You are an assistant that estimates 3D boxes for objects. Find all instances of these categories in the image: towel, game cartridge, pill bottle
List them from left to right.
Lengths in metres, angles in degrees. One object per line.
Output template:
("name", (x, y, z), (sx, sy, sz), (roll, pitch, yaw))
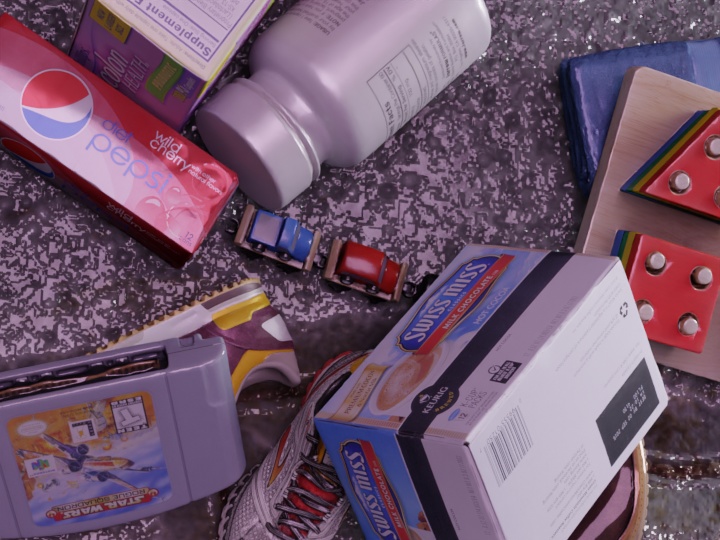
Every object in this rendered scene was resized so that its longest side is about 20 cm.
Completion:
("game cartridge", (-0.177, 0.114, 1.447), (0.199, 0.134, 0.042), (-12, 38, -5))
("pill bottle", (-0.014, -0.138, 1.544), (0.200, 0.114, 0.114), (-42, 91, -18))
("towel", (0.246, -0.116, 1.639), (0.199, 0.049, 0.113), (-7, 84, -16))

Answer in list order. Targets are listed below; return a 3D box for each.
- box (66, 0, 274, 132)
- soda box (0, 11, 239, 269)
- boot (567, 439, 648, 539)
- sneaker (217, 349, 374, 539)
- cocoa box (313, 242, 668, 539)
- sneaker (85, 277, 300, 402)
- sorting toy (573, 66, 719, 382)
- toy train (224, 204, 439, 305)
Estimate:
("box", (-0.099, -0.208, 1.503), (0.096, 0.176, 0.200), (37, 73, -4))
("soda box", (-0.184, -0.087, 1.518), (0.199, 0.063, 0.070), (34, 73, -5))
("boot", (0.110, 0.176, 1.537), (0.165, 0.072, 0.202), (8, 81, -15))
("sneaker", (-0.034, 0.137, 1.504), (0.078, 0.082, 0.201), (28, 75, -7))
("cocoa box", (0.089, 0.093, 1.469), (0.200, 0.131, 0.134), (-47, 128, -35))
("sneaker", (-0.134, 0.083, 1.494), (0.199, 0.075, 0.090), (-28, 87, -15))
("sorting toy", (0.264, -0.023, 1.583), (0.199, 0.070, 0.200), (17, 89, -16))
("toy train", (0.000, 0.000, 1.557), (0.199, 0.046, 0.034), (20, 75, -10))
